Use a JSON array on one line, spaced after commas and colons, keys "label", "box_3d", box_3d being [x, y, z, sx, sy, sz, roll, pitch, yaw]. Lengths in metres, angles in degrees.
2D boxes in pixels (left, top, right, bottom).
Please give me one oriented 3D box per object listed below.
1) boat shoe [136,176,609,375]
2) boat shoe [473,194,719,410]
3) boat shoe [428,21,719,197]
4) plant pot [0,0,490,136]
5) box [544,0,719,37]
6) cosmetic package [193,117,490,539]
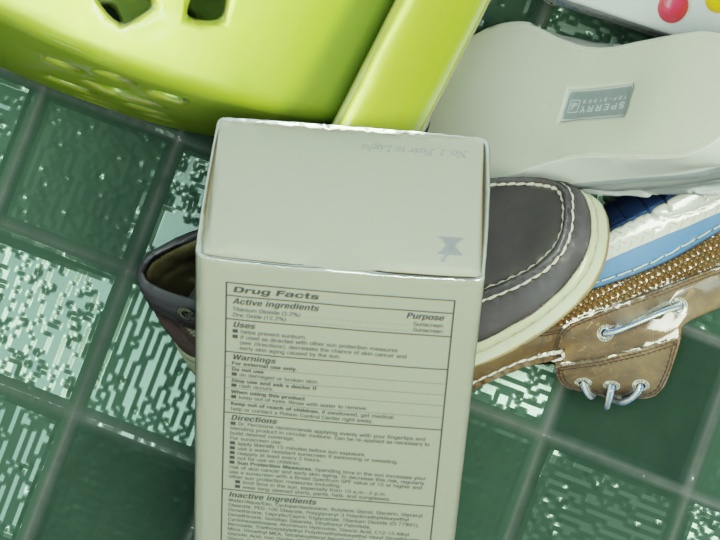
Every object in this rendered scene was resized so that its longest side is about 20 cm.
[{"label": "boat shoe", "box_3d": [0.000, 0.000, 1.165, 0.199, 0.065, 0.072, -11, 57, 32]}, {"label": "boat shoe", "box_3d": [0.101, 0.016, 1.200, 0.199, 0.072, 0.073, -28, 100, 8]}, {"label": "boat shoe", "box_3d": [0.103, -0.059, 1.170, 0.068, 0.200, 0.072, 26, 70, -35]}, {"label": "plant pot", "box_3d": [-0.035, -0.140, 1.159, 0.181, 0.199, 0.201, 27, 86, -4]}, {"label": "box", "box_3d": [0.176, -0.152, 1.148, 0.199, 0.041, 0.157, 23, 91, 33]}, {"label": "cosmetic package", "box_3d": [-0.009, 0.041, 1.105, 0.103, 0.201, 0.073, 6, 46, 0]}]
